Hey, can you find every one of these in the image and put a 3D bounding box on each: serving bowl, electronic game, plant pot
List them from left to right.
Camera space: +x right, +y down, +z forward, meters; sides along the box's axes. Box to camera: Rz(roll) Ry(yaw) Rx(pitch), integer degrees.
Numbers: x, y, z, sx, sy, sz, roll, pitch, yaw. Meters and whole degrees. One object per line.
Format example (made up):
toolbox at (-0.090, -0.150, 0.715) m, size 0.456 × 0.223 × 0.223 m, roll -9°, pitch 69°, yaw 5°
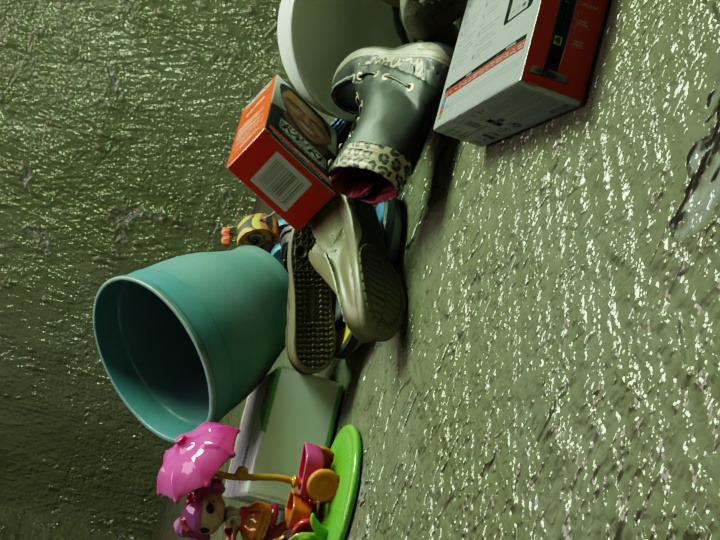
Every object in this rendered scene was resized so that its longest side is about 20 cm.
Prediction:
plant pot at (-0.174, 0.067, 1.129) m, size 0.187 × 0.200 × 0.201 m, roll -30°, pitch -25°, yaw -44°
serving bowl at (-0.026, -0.278, 1.138) m, size 0.065 × 0.199 × 0.203 m, roll 10°, pitch 82°, yaw 44°
electronic game at (0.000, 0.000, 1.086) m, size 0.200 × 0.041 × 0.203 m, roll -164°, pitch 90°, yaw -79°

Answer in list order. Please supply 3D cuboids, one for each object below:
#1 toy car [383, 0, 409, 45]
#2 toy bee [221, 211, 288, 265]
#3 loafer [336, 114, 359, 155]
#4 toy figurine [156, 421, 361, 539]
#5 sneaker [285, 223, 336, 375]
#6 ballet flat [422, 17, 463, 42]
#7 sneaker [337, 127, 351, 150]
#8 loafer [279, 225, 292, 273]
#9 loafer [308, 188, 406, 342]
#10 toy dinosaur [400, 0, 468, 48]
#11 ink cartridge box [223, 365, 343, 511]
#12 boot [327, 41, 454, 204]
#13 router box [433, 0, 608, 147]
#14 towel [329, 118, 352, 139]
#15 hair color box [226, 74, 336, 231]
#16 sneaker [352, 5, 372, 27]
toy car at (0.065, -0.343, 1.077) m, size 0.165 × 0.156 × 0.201 m, roll -59°, pitch -23°, yaw -26°
toy bee at (-0.125, -0.037, 1.281) m, size 0.131 × 0.107 × 0.203 m, roll -92°, pitch -7°, yaw -72°
loafer at (0.017, -0.143, 1.130) m, size 0.201 × 0.063 × 0.072 m, roll -55°, pitch -33°, yaw -2°
toy figurine at (-0.115, 0.231, 0.970) m, size 0.150 × 0.182 × 0.203 m, roll -116°, pitch 43°, yaw -73°
sneaker at (-0.057, 0.013, 1.072) m, size 0.075 × 0.069 × 0.203 m, roll 157°, pitch 122°, yaw -71°
ballet flat at (0.065, -0.211, 1.049) m, size 0.068 × 0.046 × 0.202 m, roll -105°, pitch 33°, yaw -68°
sneaker at (-0.027, -0.107, 1.297) m, size 0.201 × 0.080 × 0.075 m, roll -55°, pitch 4°, yaw 34°
loafer at (-0.056, 0.012, 1.195) m, size 0.201 × 0.071 × 0.064 m, roll 75°, pitch -167°, yaw -64°
loafer at (-0.008, -0.002, 0.959) m, size 0.067 × 0.076 × 0.202 m, roll -36°, pitch 39°, yaw 24°
toy dinosaur at (0.071, -0.261, 0.906) m, size 0.078 × 0.101 × 0.200 m, roll 58°, pitch 171°, yaw 11°
ink cartridge box at (-0.096, 0.206, 1.156) m, size 0.200 × 0.083 × 0.147 m, roll 139°, pitch 146°, yaw -69°
boot at (0.011, -0.145, 0.974) m, size 0.199 × 0.073 × 0.152 m, roll 5°, pitch 63°, yaw 51°
router box at (0.126, -0.199, 0.732) m, size 0.200 × 0.048 × 0.182 m, roll 177°, pitch 109°, yaw -78°
towel at (-0.018, -0.199, 1.261) m, size 0.200 × 0.024 × 0.145 m, roll -46°, pitch 2°, yaw -17°
hair color box at (-0.079, -0.131, 1.041) m, size 0.061 × 0.101 × 0.201 m, roll -42°, pitch 20°, yaw 17°
sneaker at (0.017, -0.307, 1.286) m, size 0.084 × 0.073 × 0.200 m, roll 63°, pitch -171°, yaw 6°
